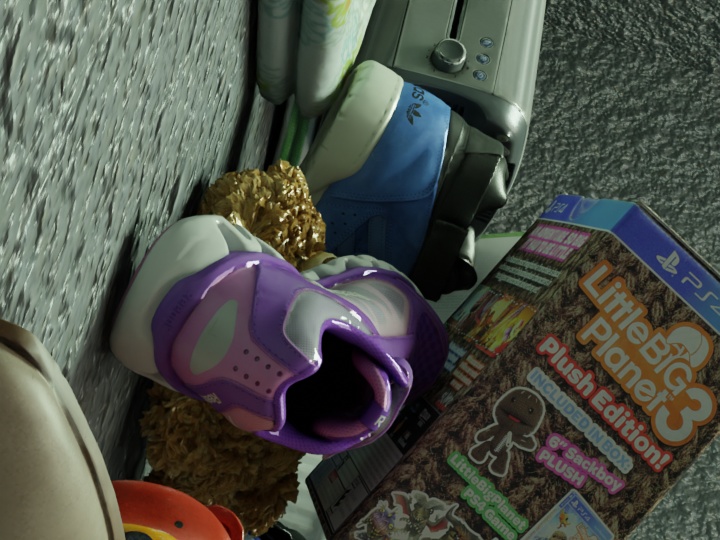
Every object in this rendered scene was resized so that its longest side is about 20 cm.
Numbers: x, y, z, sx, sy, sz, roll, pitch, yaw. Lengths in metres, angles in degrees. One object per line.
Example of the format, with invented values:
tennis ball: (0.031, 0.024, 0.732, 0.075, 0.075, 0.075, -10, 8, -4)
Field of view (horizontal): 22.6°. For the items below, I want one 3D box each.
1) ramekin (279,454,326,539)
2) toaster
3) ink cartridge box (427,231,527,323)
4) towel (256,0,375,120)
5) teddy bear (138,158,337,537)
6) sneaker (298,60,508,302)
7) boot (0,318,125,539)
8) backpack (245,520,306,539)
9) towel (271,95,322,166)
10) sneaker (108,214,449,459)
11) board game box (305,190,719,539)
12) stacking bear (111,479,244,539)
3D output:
ramekin: (-0.055, 0.180, 1.323, 0.200, 0.105, 0.201, 16, 90, -88)
toaster: (0.040, -0.099, 1.037, 0.200, 0.113, 0.130, 106, -1, -61)
ink cartridge box: (0.019, 0.040, 1.034, 0.200, 0.145, 0.048, -45, 124, -47)
towel: (-0.002, -0.184, 0.828, 0.200, 0.048, 0.172, 100, 7, -67)
teddy bear: (-0.047, 0.052, 0.834, 0.145, 0.067, 0.201, 3, 113, -52)
sneaker: (0.000, 0.000, 0.924, 0.200, 0.111, 0.077, -57, -170, 21)
boot: (-0.105, 0.121, 0.350, 0.200, 0.070, 0.146, 103, 6, -45)
backpack: (-0.042, 0.233, 1.024, 0.154, 0.190, 0.200, -57, 174, -10)
towel: (-0.022, -0.119, 1.095, 0.200, 0.023, 0.153, -73, 178, -48)
sneaker: (-0.012, 0.039, 0.731, 0.200, 0.088, 0.081, 15, 106, -59)
board game box: (0.079, 0.070, 0.839, 0.200, 0.097, 0.159, -48, -173, -1)
stacking bear: (-0.089, 0.164, 0.593, 0.114, 0.121, 0.201, 97, 2, -61)
